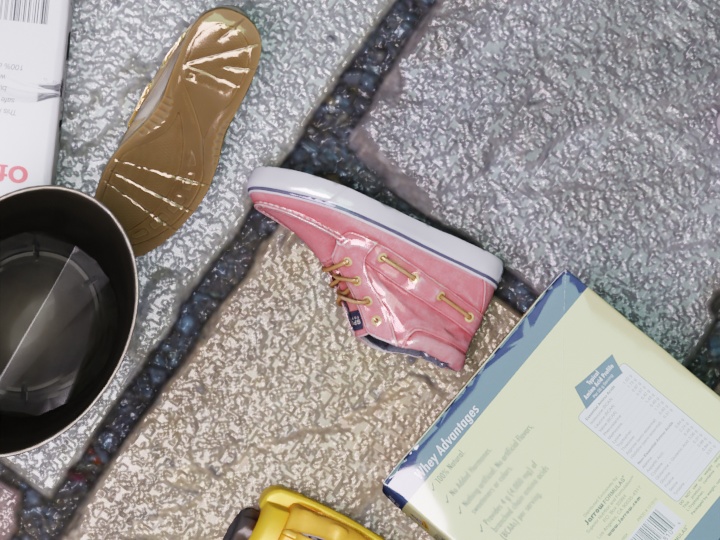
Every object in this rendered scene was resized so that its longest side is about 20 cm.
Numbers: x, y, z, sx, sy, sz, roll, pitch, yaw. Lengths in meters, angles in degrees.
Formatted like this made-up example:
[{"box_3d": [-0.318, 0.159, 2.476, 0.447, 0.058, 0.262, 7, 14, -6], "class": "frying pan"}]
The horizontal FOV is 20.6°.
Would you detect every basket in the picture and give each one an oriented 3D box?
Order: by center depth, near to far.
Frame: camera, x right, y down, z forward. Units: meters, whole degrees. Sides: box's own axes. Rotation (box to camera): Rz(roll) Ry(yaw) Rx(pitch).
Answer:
[{"box_3d": [-0.224, 0.035, 1.342, 0.136, 0.200, 0.181, 29, 86, -5], "class": "basket"}]

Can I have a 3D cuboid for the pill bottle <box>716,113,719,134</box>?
[{"box_3d": [0.364, -0.153, 1.463, 0.111, 0.111, 0.200, 39, 84, -3], "class": "pill bottle"}]

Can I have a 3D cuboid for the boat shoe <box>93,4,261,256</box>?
[{"box_3d": [-0.129, -0.101, 1.426, 0.074, 0.069, 0.200, 30, 106, -11], "class": "boat shoe"}]

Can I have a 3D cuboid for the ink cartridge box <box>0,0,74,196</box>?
[{"box_3d": [-0.281, -0.146, 1.402, 0.146, 0.084, 0.201, 6, 87, -6], "class": "ink cartridge box"}]

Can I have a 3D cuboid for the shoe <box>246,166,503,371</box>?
[{"box_3d": [0.000, 0.000, 1.434, 0.200, 0.071, 0.091, 23, 79, -10], "class": "shoe"}]

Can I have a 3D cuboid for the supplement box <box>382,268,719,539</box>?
[{"box_3d": [0.152, 0.143, 1.401, 0.200, 0.134, 0.200, 40, 84, 6], "class": "supplement box"}]

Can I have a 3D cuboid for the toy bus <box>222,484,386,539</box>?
[{"box_3d": [-0.054, 0.258, 1.358, 0.135, 0.192, 0.200, 28, 83, -3], "class": "toy bus"}]
